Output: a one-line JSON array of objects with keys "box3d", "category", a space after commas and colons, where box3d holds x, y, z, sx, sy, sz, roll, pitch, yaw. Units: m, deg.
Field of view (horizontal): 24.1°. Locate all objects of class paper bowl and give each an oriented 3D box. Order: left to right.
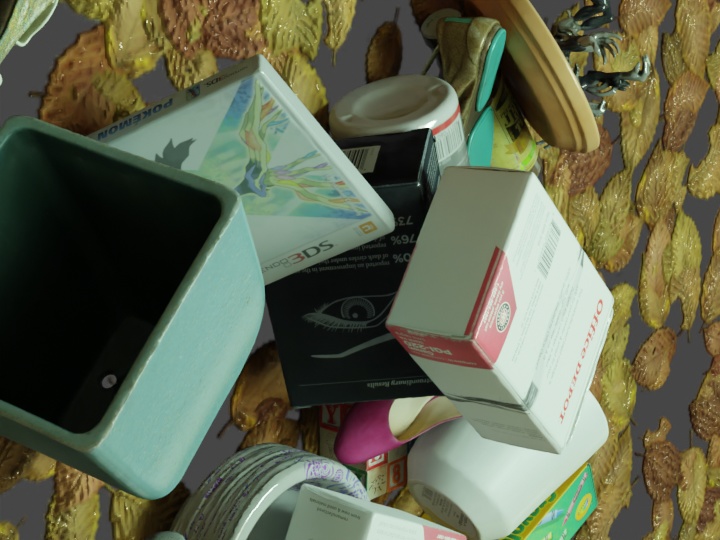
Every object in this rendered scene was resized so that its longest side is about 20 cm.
[{"box3d": [-0.085, 0.243, 1.393, 0.200, 0.104, 0.203, -18, 114, -49], "category": "paper bowl"}]

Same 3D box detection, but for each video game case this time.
[{"box3d": [-0.099, -0.057, 1.248, 0.200, 0.181, 0.022, 48, 27, -43], "category": "video game case"}]

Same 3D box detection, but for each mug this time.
[{"box3d": [0.130, 0.173, 1.521, 0.153, 0.149, 0.187, -48, 121, -22], "category": "mug"}]

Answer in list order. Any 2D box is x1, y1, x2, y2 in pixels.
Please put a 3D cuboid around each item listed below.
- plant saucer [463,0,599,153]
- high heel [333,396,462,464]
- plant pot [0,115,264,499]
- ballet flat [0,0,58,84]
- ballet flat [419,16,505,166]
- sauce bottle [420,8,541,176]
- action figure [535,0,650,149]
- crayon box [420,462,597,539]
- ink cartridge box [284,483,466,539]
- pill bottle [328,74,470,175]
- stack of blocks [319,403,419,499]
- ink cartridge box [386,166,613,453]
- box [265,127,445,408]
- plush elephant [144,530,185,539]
[{"box3d": [0.149, -0.188, 1.529, 0.037, 0.201, 0.201, -31, 131, -1], "category": "plant saucer"}, {"box3d": [0.073, 0.116, 1.439, 0.199, 0.096, 0.068, -32, 128, -13], "category": "high heel"}, {"box3d": [-0.178, 0.049, 1.165, 0.197, 0.195, 0.200, -61, 154, -21], "category": "plant pot"}, {"box3d": [-0.248, -0.160, 1.118, 0.201, 0.070, 0.071, -58, 138, -24], "category": "ballet flat"}, {"box3d": [0.083, -0.146, 1.496, 0.068, 0.072, 0.201, -55, 158, -37], "category": "ballet flat"}, {"box3d": [0.110, -0.156, 1.566, 0.065, 0.064, 0.201, -57, 138, -24], "category": "sauce bottle"}, {"box3d": [0.228, -0.218, 1.670, 0.119, 0.101, 0.202, 7, 92, -63], "category": "action figure"}, {"box3d": [0.131, 0.256, 1.657, 0.200, 0.118, 0.059, -42, 130, -37], "category": "crayon box"}, {"box3d": [-0.009, 0.289, 1.353, 0.145, 0.084, 0.202, 23, 84, -51], "category": "ink cartridge box"}, {"box3d": [0.046, -0.057, 1.471, 0.114, 0.113, 0.202, -39, 128, -39], "category": "pill bottle"}, {"box3d": [0.047, 0.126, 1.565, 0.199, 0.058, 0.116, -15, 111, -49], "category": "stack of blocks"}, {"box3d": [0.115, 0.033, 1.316, 0.200, 0.084, 0.147, 48, 57, -48], "category": "ink cartridge box"}, {"box3d": [0.000, 0.000, 1.381, 0.105, 0.146, 0.202, -75, 158, -60], "category": "box"}, {"box3d": [-0.186, 0.303, 1.260, 0.163, 0.155, 0.202, -16, 78, -8], "category": "plush elephant"}]
